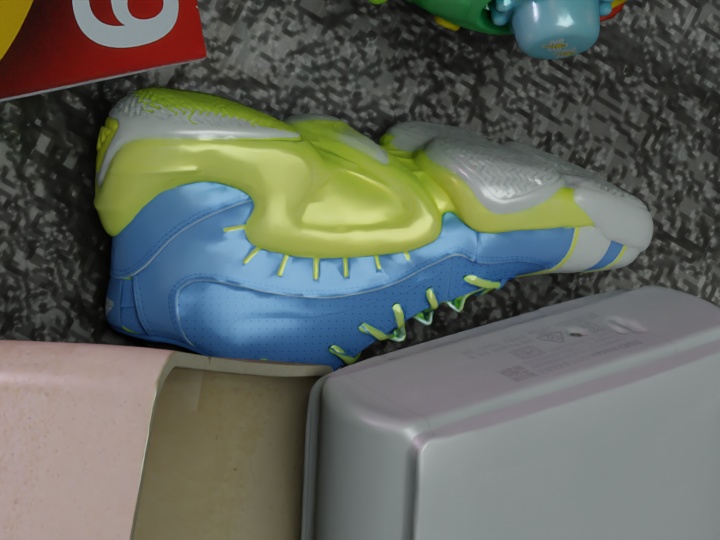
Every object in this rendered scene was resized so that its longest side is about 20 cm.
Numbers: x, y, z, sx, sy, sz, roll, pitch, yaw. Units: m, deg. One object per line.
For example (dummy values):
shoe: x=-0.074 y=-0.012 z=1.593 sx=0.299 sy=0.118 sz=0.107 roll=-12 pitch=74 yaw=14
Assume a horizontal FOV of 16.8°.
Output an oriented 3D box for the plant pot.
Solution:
plant pot: x=-0.129 y=0.110 z=0.738 sx=0.176 sy=0.200 sz=0.201 roll=10 pitch=89 yaw=12

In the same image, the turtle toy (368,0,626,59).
turtle toy: x=0.081 y=-0.146 z=0.847 sx=0.200 sy=0.146 sz=0.101 roll=-37 pitch=124 yaw=-13

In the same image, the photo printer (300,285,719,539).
photo printer: x=0.053 y=0.118 z=0.835 sx=0.166 sy=0.069 sz=0.201 roll=-14 pitch=117 yaw=-38

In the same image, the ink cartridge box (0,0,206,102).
ink cartridge box: x=-0.154 y=-0.147 z=0.755 sx=0.175 sy=0.084 sz=0.201 roll=-16 pitch=102 yaw=-34

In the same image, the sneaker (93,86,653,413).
sneaker: x=0.000 y=0.000 z=0.857 sx=0.199 sy=0.076 sz=0.106 roll=10 pitch=101 yaw=-12
